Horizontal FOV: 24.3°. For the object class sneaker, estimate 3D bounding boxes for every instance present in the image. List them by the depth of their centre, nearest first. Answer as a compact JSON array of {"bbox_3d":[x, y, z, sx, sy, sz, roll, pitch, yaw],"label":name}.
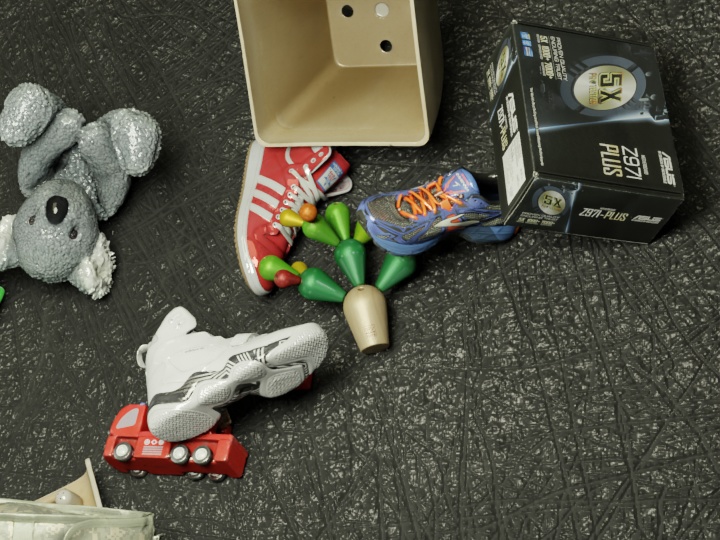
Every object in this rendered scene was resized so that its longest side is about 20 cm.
[{"bbox_3d":[-0.134,0.080,1.672,0.199,0.075,0.115,-28,55,6],"label":"sneaker"},{"bbox_3d":[0.084,-0.070,1.686,0.199,0.079,0.076,-11,55,-31],"label":"sneaker"},{"bbox_3d":[-0.069,-0.068,1.803,0.112,0.071,0.201,-10,55,18],"label":"sneaker"}]

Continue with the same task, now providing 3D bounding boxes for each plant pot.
[{"bbox_3d":[-0.003,-0.259,1.811,0.199,0.201,0.177,2,25,21],"label":"plant pot"}]

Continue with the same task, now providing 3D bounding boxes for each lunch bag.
[{"bbox_3d":[-0.291,0.305,1.584,0.199,0.118,0.165,3,89,0],"label":"lunch bag"}]

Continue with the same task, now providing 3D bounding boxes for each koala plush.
[{"bbox_3d":[-0.326,-0.075,1.856,0.176,0.184,0.201,13,75,-9],"label":"koala plush"}]

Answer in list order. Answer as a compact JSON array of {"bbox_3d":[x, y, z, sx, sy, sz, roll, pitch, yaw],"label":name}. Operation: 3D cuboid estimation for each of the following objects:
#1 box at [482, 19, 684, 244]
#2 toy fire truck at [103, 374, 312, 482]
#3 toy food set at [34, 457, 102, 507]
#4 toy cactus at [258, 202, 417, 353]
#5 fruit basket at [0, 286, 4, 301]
[{"bbox_3d":[0.221,-0.139,1.686,0.163,0.086,0.201,8,55,-17],"label":"box"},{"bbox_3d":[-0.157,0.142,1.719,0.199,0.049,0.142,0,60,21],"label":"toy fire truck"},{"bbox_3d":[-0.343,0.291,1.687,0.199,0.060,0.144,-26,54,3],"label":"toy food set"},{"bbox_3d":[0.000,0.000,1.725,0.199,0.102,0.166,-11,71,-10],"label":"toy cactus"},{"bbox_3d":[-0.509,0.047,1.880,0.199,0.094,0.186,5,62,26],"label":"fruit basket"}]
